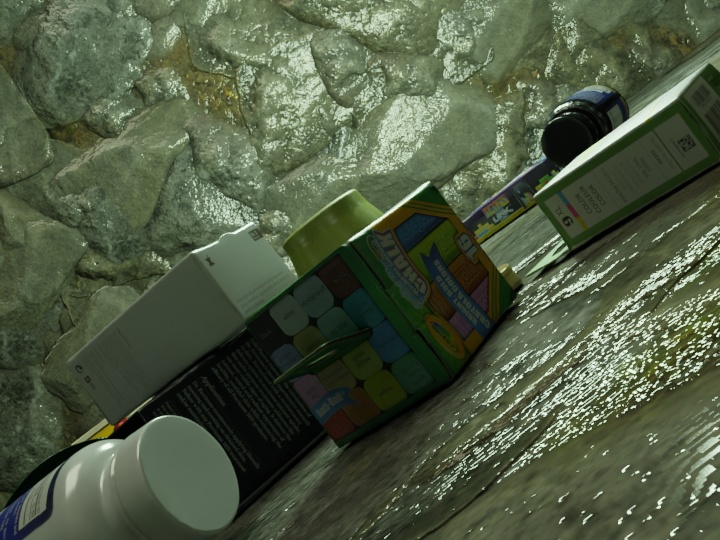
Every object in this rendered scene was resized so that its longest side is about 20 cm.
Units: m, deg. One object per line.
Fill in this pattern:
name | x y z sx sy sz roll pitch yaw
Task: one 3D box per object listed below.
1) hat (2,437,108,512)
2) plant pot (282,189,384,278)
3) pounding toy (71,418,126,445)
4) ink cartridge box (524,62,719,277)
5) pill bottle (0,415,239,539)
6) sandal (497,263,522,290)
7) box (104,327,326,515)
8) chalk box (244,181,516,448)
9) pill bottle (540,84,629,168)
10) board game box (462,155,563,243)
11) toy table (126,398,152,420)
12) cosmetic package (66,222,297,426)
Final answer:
hat | -0.249 0.287 0.841 0.200 0.166 0.176 -53 38 -3
plant pot | 0.000 0.000 1.205 0.200 0.193 0.200 -37 0 0
pounding toy | -0.511 0.411 1.964 0.184 0.200 0.142 -38 -28 -17
ink cartridge box | 0.212 -0.080 0.733 0.200 0.059 0.104 -38 0 42
pill bottle | -0.187 0.193 0.634 0.200 0.120 0.120 -37 0 23
sandal | 0.098 0.002 0.866 0.078 0.070 0.212 -38 0 -8
box | -0.126 0.145 0.844 0.197 0.124 0.200 -35 -1 -35
chalk box | 0.011 0.039 0.667 0.125 0.124 0.200 -37 2 35
pill bottle | 0.374 -0.239 1.473 0.112 0.112 0.200 -38 0 37
board game box | 0.295 -0.143 1.611 0.200 0.057 0.165 -38 -1 34
toy table | -0.336 0.286 1.449 0.200 0.184 0.117 -25 26 47
cosmetic package | -0.166 0.049 0.825 0.200 0.081 0.113 -35 1 30
